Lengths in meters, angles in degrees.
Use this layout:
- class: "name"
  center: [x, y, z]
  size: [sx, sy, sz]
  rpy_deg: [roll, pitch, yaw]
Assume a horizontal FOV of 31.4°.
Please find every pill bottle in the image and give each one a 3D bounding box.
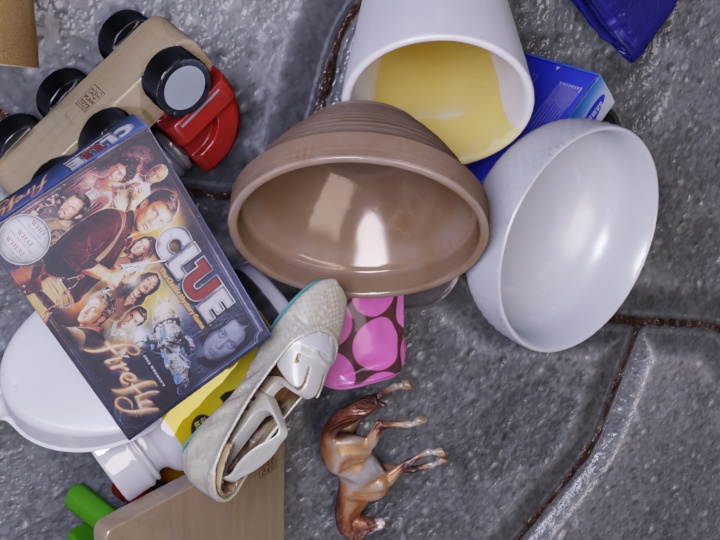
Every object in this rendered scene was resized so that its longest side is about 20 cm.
- class: "pill bottle"
  center: [-0.141, 0.095, 1.081]
  size: [0.200, 0.114, 0.115]
  rpy_deg: [-37, 129, -12]

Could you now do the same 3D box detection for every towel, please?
- class: "towel"
  center: [0.272, -0.313, 1.193]
  size: [0.200, 0.050, 0.148]
  rpy_deg: [-52, 137, -1]

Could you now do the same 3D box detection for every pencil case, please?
- class: "pencil case"
  center: [0.000, 0.000, 1.123]
  size: [0.093, 0.091, 0.201]
  rpy_deg: [-8, 110, -26]

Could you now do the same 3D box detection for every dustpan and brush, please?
- class: "dustpan and brush"
  center: [-0.262, 0.095, 1.017]
  size: [0.199, 0.140, 0.057]
  rpy_deg: [-20, 161, -6]

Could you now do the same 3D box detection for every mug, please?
- class: "mug"
  center: [0.051, -0.179, 1.046]
  size: [0.149, 0.154, 0.187]
  rpy_deg: [17, 142, -22]

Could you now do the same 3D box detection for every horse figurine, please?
- class: "horse figurine"
  center: [0.011, 0.181, 1.261]
  size: [0.132, 0.050, 0.200]
  rpy_deg: [-25, 135, 0]

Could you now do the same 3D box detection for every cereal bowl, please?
- class: "cereal bowl"
  center: [0.158, -0.037, 1.081]
  size: [0.199, 0.083, 0.201]
  rpy_deg: [-21, 124, -36]

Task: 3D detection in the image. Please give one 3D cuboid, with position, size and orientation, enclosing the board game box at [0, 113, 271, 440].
- class: "board game box"
  center: [-0.166, 0.008, 0.925]
  size: [0.135, 0.035, 0.201]
  rpy_deg: [-36, 123, -13]

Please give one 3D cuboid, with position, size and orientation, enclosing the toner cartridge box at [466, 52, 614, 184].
- class: "toner cartridge box"
  center: [0.133, -0.100, 1.156]
  size: [0.200, 0.095, 0.043]
  rpy_deg: [-52, 136, -10]

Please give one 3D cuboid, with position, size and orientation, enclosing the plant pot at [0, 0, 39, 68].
- class: "plant pot"
  center: [-0.287, -0.232, 0.788]
  size: [0.186, 0.186, 0.201]
  rpy_deg: [0, 100, -34]

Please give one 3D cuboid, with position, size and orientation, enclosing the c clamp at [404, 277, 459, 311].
- class: "c clamp"
  center: [0.041, -0.029, 1.193]
  size: [0.170, 0.027, 0.201]
  rpy_deg: [3, 111, -36]

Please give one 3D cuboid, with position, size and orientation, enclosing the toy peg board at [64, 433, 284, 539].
- class: "toy peg board"
  center: [-0.174, 0.252, 1.170]
  size: [0.199, 0.098, 0.201]
  rpy_deg: [-24, 128, -41]

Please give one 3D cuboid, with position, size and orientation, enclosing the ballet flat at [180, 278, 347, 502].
- class: "ballet flat"
  center: [-0.064, 0.099, 1.018]
  size: [0.200, 0.062, 0.067]
  rpy_deg: [-53, 138, 5]

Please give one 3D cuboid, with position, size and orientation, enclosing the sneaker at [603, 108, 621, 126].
- class: "sneaker"
  center: [0.179, -0.076, 1.231]
  size: [0.082, 0.073, 0.201]
  rpy_deg: [26, 98, -41]

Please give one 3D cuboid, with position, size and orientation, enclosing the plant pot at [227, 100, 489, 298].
- class: "plant pot"
  center: [0.000, -0.065, 0.992]
  size: [0.200, 0.093, 0.201]
  rpy_deg: [1, 149, 1]

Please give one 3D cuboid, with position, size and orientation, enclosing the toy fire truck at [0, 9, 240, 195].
- class: "toy fire truck"
  center: [-0.154, -0.068, 0.995]
  size: [0.176, 0.129, 0.200]
  rpy_deg: [-45, 142, -6]
